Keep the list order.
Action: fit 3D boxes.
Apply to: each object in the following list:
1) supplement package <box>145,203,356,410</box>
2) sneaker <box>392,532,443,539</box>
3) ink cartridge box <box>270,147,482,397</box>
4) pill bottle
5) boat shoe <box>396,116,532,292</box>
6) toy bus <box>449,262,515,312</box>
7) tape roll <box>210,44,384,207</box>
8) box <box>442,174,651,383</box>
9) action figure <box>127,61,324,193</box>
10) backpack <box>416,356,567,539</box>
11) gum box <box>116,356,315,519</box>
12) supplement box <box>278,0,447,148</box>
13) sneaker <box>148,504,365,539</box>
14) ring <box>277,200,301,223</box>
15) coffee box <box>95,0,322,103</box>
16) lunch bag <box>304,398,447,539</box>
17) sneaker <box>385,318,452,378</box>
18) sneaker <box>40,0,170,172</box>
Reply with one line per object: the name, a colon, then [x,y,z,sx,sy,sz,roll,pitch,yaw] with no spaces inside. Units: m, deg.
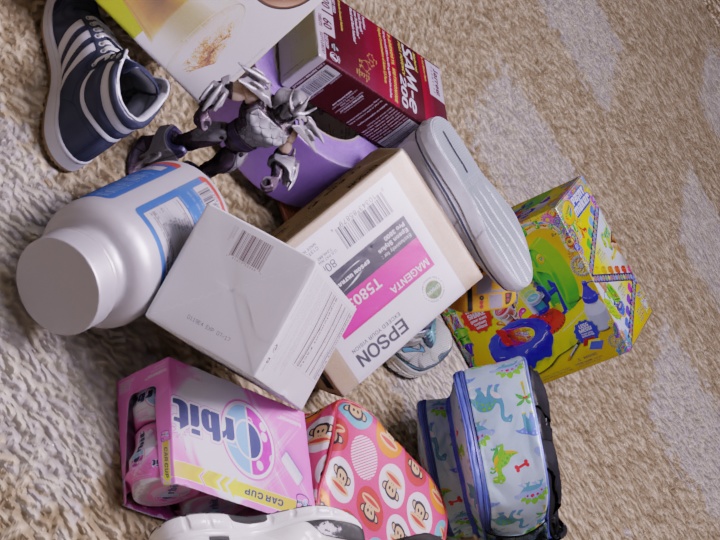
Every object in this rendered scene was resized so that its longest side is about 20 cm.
supplement package: [-0.090,0.036,1.368,0.110,0.113,0.200,-60,166,-6]
sneaker: [-0.004,0.288,1.395,0.091,0.198,0.077,-137,-148,-79]
ink cartridge box: [0.000,0.000,1.577,0.200,0.075,0.166,-40,107,-16]
pill bottle: [-0.202,-0.017,1.332,0.113,0.111,0.200,63,30,-5]
boat shoe: [0.108,-0.062,1.637,0.073,0.066,0.202,-24,85,-52]
toy bus: [0.102,-0.010,1.750,0.200,0.077,0.066,-139,-137,-69]
tape roll: [-0.070,-0.175,1.658,0.199,0.085,0.202,34,39,-32]
box: [0.210,0.024,1.884,0.194,0.199,0.122,61,31,-8]
action figure: [-0.120,-0.117,1.444,0.130,0.199,0.070,49,34,-26]
backpack: [0.136,0.195,1.655,0.200,0.145,0.185,80,0,-66]
gum box: [-0.128,0.161,1.371,0.199,0.066,0.115,28,45,-47]
supplement box: [0.004,-0.204,1.647,0.199,0.061,0.110,29,42,-38]
sneaker: [-0.082,0.250,1.332,0.198,0.074,0.081,-1,57,-29]
ring: [-0.036,-0.066,1.729,0.200,0.019,0.202,37,41,-40]
coffee box: [-0.152,-0.318,1.474,0.198,0.199,0.201,44,10,-32]
lunch bag: [0.001,0.244,1.509,0.200,0.081,0.177,49,35,-29]
sneaker: [0.055,0.065,1.716,0.199,0.086,0.079,16,57,-53]
sneaker: [-0.230,-0.193,1.413,0.070,0.108,0.202,31,45,-46]
